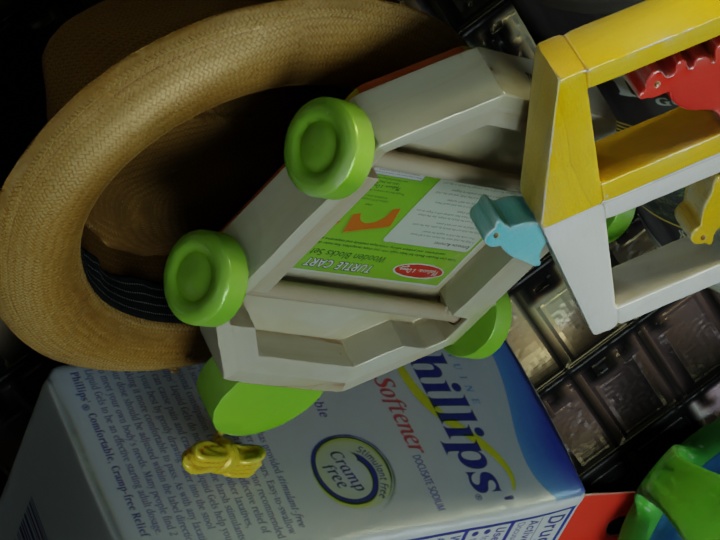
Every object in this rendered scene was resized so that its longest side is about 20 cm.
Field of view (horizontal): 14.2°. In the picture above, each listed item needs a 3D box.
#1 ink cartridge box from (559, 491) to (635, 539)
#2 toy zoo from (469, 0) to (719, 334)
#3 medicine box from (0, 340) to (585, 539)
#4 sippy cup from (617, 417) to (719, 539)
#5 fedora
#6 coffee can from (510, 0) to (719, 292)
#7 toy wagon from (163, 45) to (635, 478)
[{"bbox_3d":[0.122,0.192,1.401,0.159,0.047,0.201,1,130,-34],"label":"ink cartridge box"},{"bbox_3d":[0.131,-0.050,0.979,0.199,0.021,0.132,-22,139,-8],"label":"toy zoo"},{"bbox_3d":[-0.040,0.119,1.159,0.199,0.103,0.183,-8,144,-29],"label":"medicine box"},{"bbox_3d":[0.206,0.151,1.335,0.177,0.130,0.140,-4,117,-33],"label":"sippy cup"},{"bbox_3d":[-0.054,-0.048,1.026,0.200,0.082,0.201,-24,148,-16],"label":"fedora"},{"bbox_3d":[0.137,-0.101,1.060,0.146,0.147,0.200,-36,140,1],"label":"coffee can"},{"bbox_3d":[0.000,0.000,1.016,0.155,0.040,0.200,9,135,-48],"label":"toy wagon"}]
